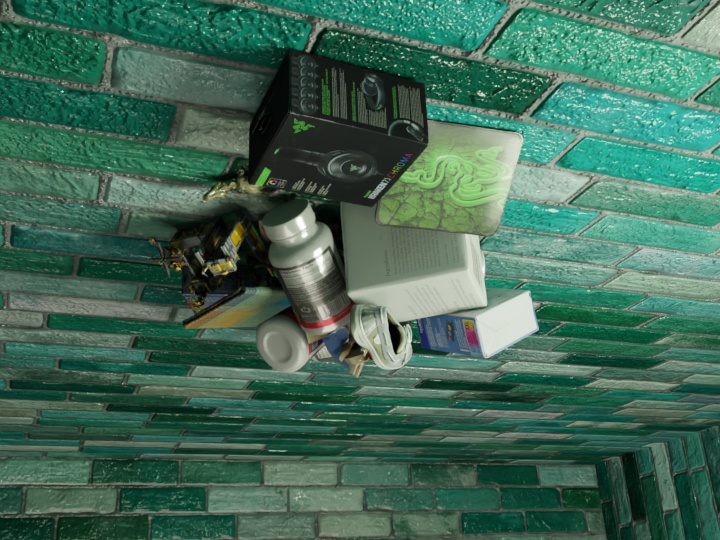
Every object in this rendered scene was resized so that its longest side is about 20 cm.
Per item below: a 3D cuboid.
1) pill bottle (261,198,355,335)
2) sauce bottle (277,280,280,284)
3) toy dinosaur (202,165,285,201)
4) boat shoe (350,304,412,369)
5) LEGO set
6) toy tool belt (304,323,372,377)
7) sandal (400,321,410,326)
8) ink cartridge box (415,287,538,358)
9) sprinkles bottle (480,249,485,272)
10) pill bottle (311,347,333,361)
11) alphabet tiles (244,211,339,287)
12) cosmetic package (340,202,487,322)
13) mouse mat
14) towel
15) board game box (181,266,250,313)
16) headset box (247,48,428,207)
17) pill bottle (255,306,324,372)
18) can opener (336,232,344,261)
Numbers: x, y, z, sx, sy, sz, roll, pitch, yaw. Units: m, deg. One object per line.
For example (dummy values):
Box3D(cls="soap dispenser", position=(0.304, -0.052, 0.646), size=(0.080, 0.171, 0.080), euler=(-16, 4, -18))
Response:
Box3D(cls="pill bottle", position=(-0.082, -0.008, 1.294), size=(0.109, 0.111, 0.203), euler=(-12, 118, 20))
Box3D(cls="sauce bottle", position=(-0.061, 0.007, 1.480), size=(0.197, 0.066, 0.065), euler=(8, 154, -25))
Box3D(cls="toy dinosaur", position=(-0.133, -0.128, 1.187), size=(0.196, 0.049, 0.088), euler=(0, 171, -10))
Box3D(cls="boat shoe", position=(0.046, 0.106, 1.296), size=(0.064, 0.076, 0.202), euler=(-8, 151, 21))
Box3D(cls="LEGO set", position=(-0.239, -0.003, 1.311), size=(0.196, 0.117, 0.156), euler=(-4, 127, 20))
Box3D(cls="toy tool belt", position=(-0.027, 0.126, 1.445), size=(0.123, 0.124, 0.201), euler=(13, 148, 40))
Box3D(cls="sandal", position=(0.026, 0.051, 1.583), size=(0.199, 0.049, 0.075), euler=(34, 152, -20))
Box3D(cls="ink cartridge box", position=(0.187, 0.084, 1.397), size=(0.135, 0.078, 0.199), euler=(-21, -165, -31))
Box3D(cls="sprinkles bottle", position=(0.126, -0.006, 1.473), size=(0.196, 0.070, 0.068), euler=(0, 157, -8))
Box3D(cls="pill bottle", position=(-0.056, 0.129, 1.698), size=(0.196, 0.116, 0.114), euler=(-10, 156, 16))
Box3D(cls="alphabet tiles", position=(-0.114, -0.018, 1.387), size=(0.164, 0.008, 0.202), euler=(-8, 135, -4))
Box3D(cls="cosmetic package", position=(0.086, -0.026, 1.298), size=(0.196, 0.168, 0.165), euler=(-10, 155, 15))
Box3D(cls="mouse mat", position=(0.125, -0.130, 1.146), size=(0.196, 0.008, 0.164), euler=(4, 116, -17))
Box3D(cls="towel", position=(-0.188, 0.060, 1.357), size=(0.145, 0.022, 0.199), euler=(-29, 165, 23))
Box3D(cls="board game box", position=(-0.224, 0.049, 1.557), size=(0.196, 0.063, 0.201), euler=(-4, 156, 2))
Box3D(cls="headset box", position=(-0.040, -0.175, 1.030), size=(0.196, 0.095, 0.174), euler=(9, 153, -23))
Box3D(cls="pill bottle", position=(-0.106, 0.103, 1.543), size=(0.111, 0.114, 0.200), euler=(-20, -169, 33))
Box3D(cls="can opener", position=(0.000, 0.000, 1.410), size=(0.053, 0.068, 0.200), euler=(23, 164, 28))
